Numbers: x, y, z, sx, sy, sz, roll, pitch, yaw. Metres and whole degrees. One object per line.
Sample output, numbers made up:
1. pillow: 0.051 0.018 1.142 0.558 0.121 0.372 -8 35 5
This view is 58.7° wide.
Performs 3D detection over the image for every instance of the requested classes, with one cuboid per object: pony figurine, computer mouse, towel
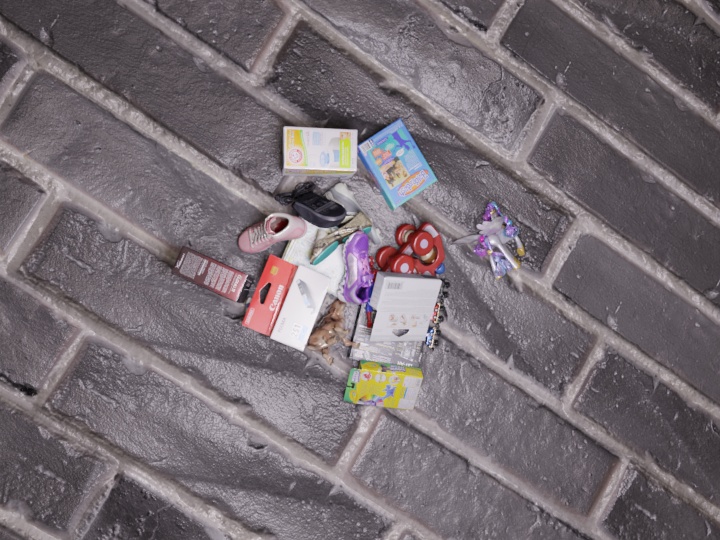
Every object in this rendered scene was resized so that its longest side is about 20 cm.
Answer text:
1. pony figurine: 0.366 -0.085 1.775 0.192 0.166 0.203 -27 90 -41
2. computer mouse: -0.116 -0.159 1.669 0.137 0.199 0.054 -28 137 -39
3. towel: -0.102 -0.042 1.713 0.197 0.048 0.174 25 87 -9

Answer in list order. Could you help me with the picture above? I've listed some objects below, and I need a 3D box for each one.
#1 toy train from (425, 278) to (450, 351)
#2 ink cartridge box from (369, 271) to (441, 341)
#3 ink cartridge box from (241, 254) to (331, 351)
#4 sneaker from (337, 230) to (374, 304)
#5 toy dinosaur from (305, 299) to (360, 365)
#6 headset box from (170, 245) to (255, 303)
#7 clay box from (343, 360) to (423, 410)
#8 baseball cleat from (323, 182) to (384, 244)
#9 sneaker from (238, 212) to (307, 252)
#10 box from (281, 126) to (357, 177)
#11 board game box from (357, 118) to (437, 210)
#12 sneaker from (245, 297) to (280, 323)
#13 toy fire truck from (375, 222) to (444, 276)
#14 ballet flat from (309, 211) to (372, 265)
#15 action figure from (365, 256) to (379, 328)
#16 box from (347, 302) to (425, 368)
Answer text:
1. toy train: 0.211 0.123 1.786 0.045 0.034 0.204 11 86 -6
2. ink cartridge box: 0.110 0.097 1.684 0.197 0.043 0.177 4 108 -36
3. ink cartridge box: -0.190 0.081 1.642 0.173 0.045 0.203 22 83 -3
4. sneaker: 0.000 0.000 1.655 0.079 0.088 0.204 -9 116 -39
5. toy dinosaur: -0.090 0.167 1.676 0.199 0.134 0.087 -30 132 -39
6. headset box: -0.361 0.018 1.624 0.197 0.149 0.076 24 85 -1
7. clay box: 0.059 0.308 1.724 0.196 0.048 0.117 10 117 -9
8. baseball cleat: -0.027 -0.136 1.742 0.106 0.070 0.201 -35 84 -6
9. sneaker: -0.245 -0.102 1.650 0.197 0.104 0.077 -13 78 17
10. box: -0.112 -0.314 1.709 0.196 0.101 0.115 1 88 -10
11. board game box: 0.099 -0.293 1.773 0.151 0.045 0.202 -32 93 -10
12. sneaker: -0.208 0.096 1.695 0.196 0.075 0.090 -8 89 -10
13. toy fire truck: 0.151 -0.022 1.755 0.200 0.112 0.168 -48 120 -7
14. ballet flat: -0.064 -0.091 1.670 0.198 0.068 0.076 -33 74 -13
15. action figure: 0.036 0.054 1.724 0.064 0.052 0.203 0 60 -11
16. box: 0.077 0.183 1.756 0.196 0.044 0.163 14 86 -9
